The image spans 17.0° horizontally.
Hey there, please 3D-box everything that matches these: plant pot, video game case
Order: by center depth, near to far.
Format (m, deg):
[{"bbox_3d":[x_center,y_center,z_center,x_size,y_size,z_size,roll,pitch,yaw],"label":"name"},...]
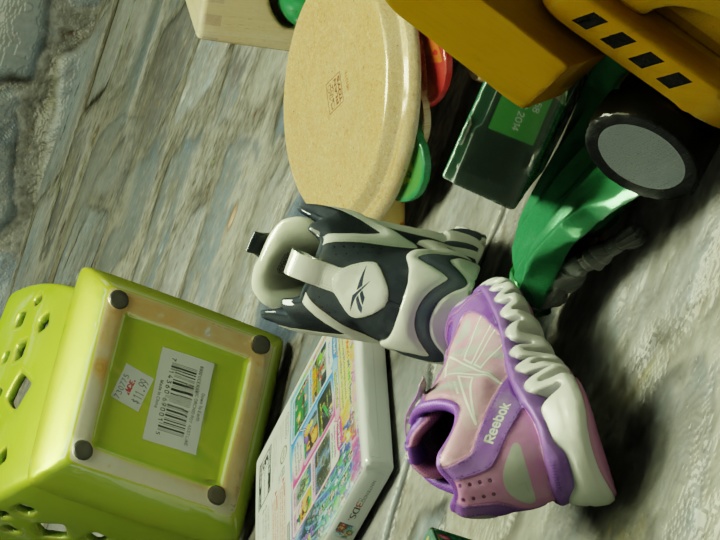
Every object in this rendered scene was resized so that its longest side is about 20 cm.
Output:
[{"bbox_3d":[-0.027,0.130,1.599,0.200,0.024,0.182,-93,26,-55],"label":"video game case"},{"bbox_3d":[-0.174,0.116,1.818,0.181,0.199,0.200,-29,45,59],"label":"plant pot"}]

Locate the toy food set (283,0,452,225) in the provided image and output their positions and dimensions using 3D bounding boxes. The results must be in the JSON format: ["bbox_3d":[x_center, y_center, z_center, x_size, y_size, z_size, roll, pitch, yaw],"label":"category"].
[{"bbox_3d":[0.004,-0.118,1.622,0.198,0.049,0.200,121,142,-46],"label":"toy food set"}]

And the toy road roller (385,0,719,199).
[{"bbox_3d":[0.123,-0.142,1.061,0.123,0.200,0.146,-57,5,-30],"label":"toy road roller"}]

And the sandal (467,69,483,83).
[{"bbox_3d":[0.064,-0.219,1.586,0.078,0.070,0.212,131,152,-55],"label":"sandal"}]

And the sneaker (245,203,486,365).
[{"bbox_3d":[0.000,0.000,1.394,0.199,0.129,0.080,-65,-5,-78],"label":"sneaker"}]

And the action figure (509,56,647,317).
[{"bbox_3d":[0.119,-0.041,1.227,0.200,0.055,0.118,120,159,-45],"label":"action figure"}]

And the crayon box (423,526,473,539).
[{"bbox_3d":[0.054,0.222,1.147,0.200,0.058,0.119,-116,46,-68],"label":"crayon box"}]

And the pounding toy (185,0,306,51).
[{"bbox_3d":[-0.023,-0.238,1.751,0.200,0.184,0.142,-112,31,-67],"label":"pounding toy"}]

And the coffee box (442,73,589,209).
[{"bbox_3d":[0.095,-0.103,1.271,0.200,0.044,0.123,-41,-25,-80],"label":"coffee box"}]

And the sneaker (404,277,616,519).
[{"bbox_3d":[0.060,0.067,1.206,0.200,0.088,0.081,-116,4,-69],"label":"sneaker"}]
